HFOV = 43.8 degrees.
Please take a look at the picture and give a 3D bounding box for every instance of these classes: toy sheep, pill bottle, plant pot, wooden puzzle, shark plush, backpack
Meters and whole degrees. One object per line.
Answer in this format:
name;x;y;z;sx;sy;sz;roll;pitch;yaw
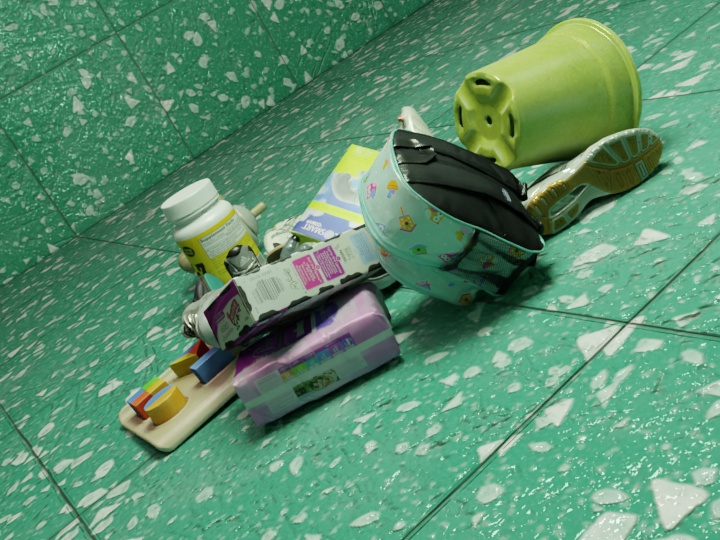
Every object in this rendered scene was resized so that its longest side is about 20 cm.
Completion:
toy sheep;-0.262;-0.066;1.698;0.200;0.138;0.138;-39;19;2
pill bottle;-0.247;-0.048;1.528;0.114;0.200;0.114;-27;19;10
plant pot;0.231;-0.214;1.180;0.184;0.201;0.200;-21;13;-28
wooden puzzle;-0.243;0.156;1.239;0.185;0.046;0.200;-41;22;-22
shark plush;-0.119;0.032;1.247;0.200;0.091;0.083;-42;1;21
backpack;0.091;-0.066;1.046;0.153;0.200;0.176;-45;34;30

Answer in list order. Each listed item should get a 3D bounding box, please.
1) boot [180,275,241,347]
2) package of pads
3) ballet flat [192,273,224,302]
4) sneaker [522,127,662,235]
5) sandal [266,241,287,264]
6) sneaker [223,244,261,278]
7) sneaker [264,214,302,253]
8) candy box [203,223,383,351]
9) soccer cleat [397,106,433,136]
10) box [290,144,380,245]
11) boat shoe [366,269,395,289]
boot;-0.207;0.074;1.241;0.095;0.074;0.200;-31;8;14
package of pads;-0.052;0.097;1.078;0.200;0.076;0.121;-28;15;5
ballet flat;-0.224;0.071;1.415;0.073;0.073;0.200;-33;31;-9
sneaker;0.283;-0.125;1.140;0.200;0.076;0.088;-29;19;1
sandal;-0.046;-0.068;1.379;0.211;0.078;0.070;-19;57;14
sneaker;-0.162;0.017;1.372;0.075;0.116;0.200;-36;20;-17
sneaker;-0.104;-0.054;1.503;0.087;0.076;0.200;-26;20;11
candy box;-0.078;0.020;1.097;0.200;0.061;0.136;-25;-7;-30
soccer cleat;0.112;-0.173;1.399;0.077;0.201;0.069;-15;-24;-5
box;-0.010;-0.087;1.305;0.122;0.048;0.200;19;64;30
boat shoe;0.062;-0.045;1.258;0.068;0.057;0.200;10;36;33
